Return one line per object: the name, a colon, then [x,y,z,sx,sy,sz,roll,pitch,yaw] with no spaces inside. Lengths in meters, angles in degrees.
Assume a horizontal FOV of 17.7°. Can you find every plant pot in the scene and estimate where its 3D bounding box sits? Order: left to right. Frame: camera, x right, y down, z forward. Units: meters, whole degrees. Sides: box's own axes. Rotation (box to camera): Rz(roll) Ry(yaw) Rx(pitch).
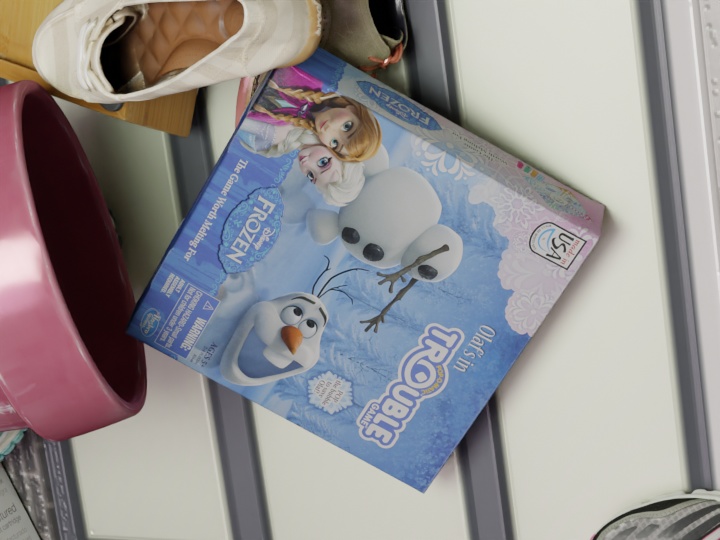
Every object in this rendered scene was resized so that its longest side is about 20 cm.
plant pot: [-0.234,0.014,1.289,0.178,0.200,0.201,-18,98,5]

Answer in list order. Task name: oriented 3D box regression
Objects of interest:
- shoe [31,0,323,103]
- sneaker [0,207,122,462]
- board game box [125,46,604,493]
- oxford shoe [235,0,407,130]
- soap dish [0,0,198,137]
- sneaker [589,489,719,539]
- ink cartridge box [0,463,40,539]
shoe: [-0.111,-0.127,1.228,0.199,0.053,0.070,-5,98,39]
sneaker: [-0.214,0.040,1.408,0.077,0.086,0.201,31,100,16]
board game box: [0.000,0.000,1.284,0.198,0.043,0.200,28,119,-7]
oxford shoe: [-0.017,-0.117,1.279,0.074,0.070,0.201,22,116,17]
soap dish: [-0.157,-0.188,1.324,0.157,0.081,0.201,20,113,21]
sneaker: [0.207,0.172,1.239,0.199,0.087,0.074,8,110,26]
ink cartridge box: [-0.311,0.126,1.470,0.084,0.145,0.201,-25,94,30]
